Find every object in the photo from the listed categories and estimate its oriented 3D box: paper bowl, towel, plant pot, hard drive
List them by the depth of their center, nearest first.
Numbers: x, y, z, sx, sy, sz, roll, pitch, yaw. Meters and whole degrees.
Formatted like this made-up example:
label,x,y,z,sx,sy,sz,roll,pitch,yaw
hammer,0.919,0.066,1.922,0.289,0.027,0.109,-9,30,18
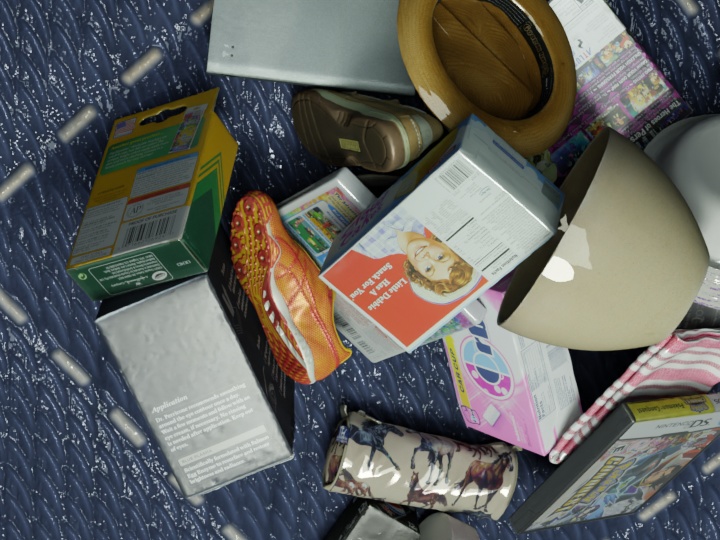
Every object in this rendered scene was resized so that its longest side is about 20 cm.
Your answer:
label,x,y,z,sx,sy,sz,roll,pitch,yaw
plant pot,0.227,-0.007,1.396,0.134,0.200,0.200,29,104,-2
hard drive,-0.040,-0.244,1.497,0.200,0.033,0.140,6,90,-6
paper bowl,0.357,-0.068,1.498,0.200,0.201,0.104,-2,144,-3
towel,0.288,0.127,1.548,0.146,0.030,0.200,3,136,-44

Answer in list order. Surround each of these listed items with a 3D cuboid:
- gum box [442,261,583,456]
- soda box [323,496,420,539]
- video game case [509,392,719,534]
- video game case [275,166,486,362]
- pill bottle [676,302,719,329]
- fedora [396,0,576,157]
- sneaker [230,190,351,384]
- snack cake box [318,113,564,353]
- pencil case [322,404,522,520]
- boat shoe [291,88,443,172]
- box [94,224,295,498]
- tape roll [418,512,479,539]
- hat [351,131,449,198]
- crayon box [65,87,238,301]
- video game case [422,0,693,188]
label,x,y,z,sx,sy,sz,roll,pitch,yaw
gum box,0.145,0.082,1.569,0.066,0.113,0.200,-32,119,-30
soda box,-0.019,0.327,1.681,0.071,0.063,0.200,32,104,-13
video game case,0.270,0.193,1.586,0.181,0.026,0.200,-2,141,-40
video game case,0.000,0.000,1.538,0.200,0.024,0.182,45,145,-15
pill bottle,0.285,0.008,1.572,0.200,0.114,0.114,-1,108,-3
fedora,0.105,-0.189,1.463,0.200,0.082,0.201,9,71,-28
sneaker,-0.069,0.011,1.536,0.077,0.073,0.200,-33,114,-34
snack cake box,0.071,-0.030,1.402,0.115,0.067,0.200,40,126,-14
pencil case,0.064,0.201,1.638,0.200,0.078,0.090,12,91,-7
boat shoe,0.008,-0.135,1.483,0.076,0.200,0.072,-22,117,-25
box,-0.153,0.078,1.525,0.117,0.197,0.200,-22,107,5
tape roll,0.058,0.346,1.621,0.037,0.203,0.203,27,104,-11
hat,0.076,-0.088,1.512,0.200,0.201,0.081,16,81,-8
crayon box,-0.188,-0.072,1.474,0.126,0.200,0.052,-14,134,24
video game case,0.193,-0.162,1.552,0.200,0.036,0.181,-40,105,9
